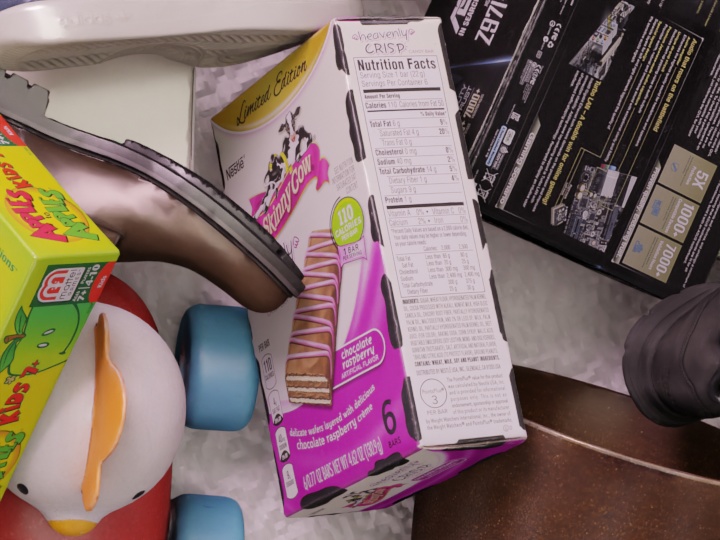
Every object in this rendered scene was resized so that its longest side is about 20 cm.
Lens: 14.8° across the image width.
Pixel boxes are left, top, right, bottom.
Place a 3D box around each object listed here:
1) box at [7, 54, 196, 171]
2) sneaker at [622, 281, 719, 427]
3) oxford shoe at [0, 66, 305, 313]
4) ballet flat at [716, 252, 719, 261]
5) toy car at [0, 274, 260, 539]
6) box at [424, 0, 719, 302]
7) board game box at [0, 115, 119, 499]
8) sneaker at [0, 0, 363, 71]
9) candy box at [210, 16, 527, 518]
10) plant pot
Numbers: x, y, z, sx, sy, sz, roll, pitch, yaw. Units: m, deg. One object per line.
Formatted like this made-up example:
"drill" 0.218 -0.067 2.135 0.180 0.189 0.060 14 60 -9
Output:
"box" -0.182 -0.070 1.305 0.199 0.095 0.078 2 87 -14
"sneaker" 0.219 0.007 1.315 0.200 0.091 0.076 -43 105 -13
"oxford shoe" -0.120 -0.023 1.238 0.199 0.073 0.085 26 85 2
"ballet flat" 0.191 0.000 1.405 0.067 0.067 0.201 -1 84 9
"toy car" -0.131 0.082 1.253 0.183 0.200 0.178 6 86 -12
"box" 0.121 -0.106 1.336 0.163 0.086 0.201 23 91 -34
"board game box" -0.184 0.041 1.187 0.048 0.102 0.200 -4 131 -45
"sneaker" -0.082 -0.139 1.242 0.199 0.075 0.085 -4 81 -43
"candy box" 0.000 0.000 1.271 0.061 0.136 0.201 -3 74 -30
"plant pot" 0.096 0.166 1.325 0.186 0.187 0.201 15 98 -11
